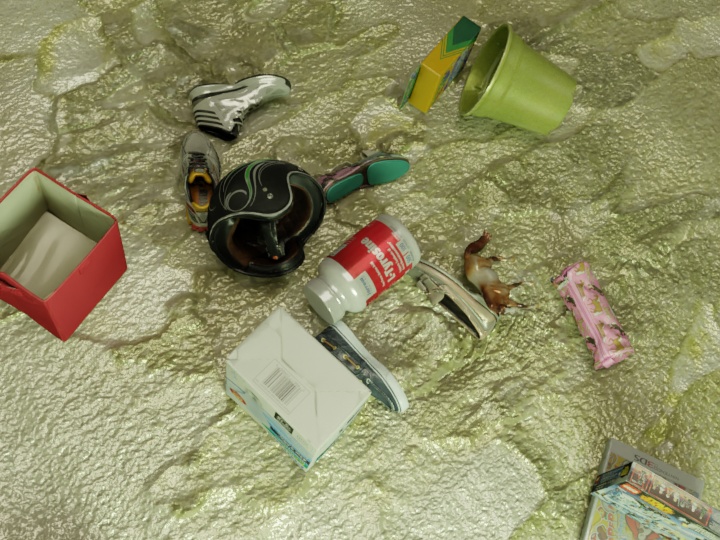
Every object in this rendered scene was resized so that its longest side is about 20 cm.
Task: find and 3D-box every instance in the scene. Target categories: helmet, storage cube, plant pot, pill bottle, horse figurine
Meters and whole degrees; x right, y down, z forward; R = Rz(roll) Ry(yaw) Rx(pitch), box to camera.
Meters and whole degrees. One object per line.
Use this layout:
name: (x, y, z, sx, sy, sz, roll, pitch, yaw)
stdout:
helmet: (-0.165, -0.102, 1.386, 0.199, 0.200, 0.191, 16, 43, -3)
storage cube: (-0.506, -0.022, 1.290, 0.171, 0.180, 0.200, 31, 63, 5)
plant pot: (0.330, -0.372, 1.617, 0.184, 0.200, 0.201, 23, 63, -13)
pill bottle: (0.000, 0.000, 1.384, 0.200, 0.112, 0.112, -40, 77, -18)
horse figurine: (0.246, 0.012, 1.453, 0.132, 0.050, 0.200, -6, 49, -31)

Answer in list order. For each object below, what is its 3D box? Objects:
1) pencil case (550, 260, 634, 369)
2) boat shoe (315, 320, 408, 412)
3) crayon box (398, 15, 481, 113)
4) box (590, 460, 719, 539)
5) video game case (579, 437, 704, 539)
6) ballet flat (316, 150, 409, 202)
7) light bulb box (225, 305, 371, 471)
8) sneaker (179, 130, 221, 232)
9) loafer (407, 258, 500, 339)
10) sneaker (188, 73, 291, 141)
pencil case: (0.430, 0.084, 1.466, 0.086, 0.083, 0.200, -17, 70, -18)
boat shoe: (-0.012, 0.184, 1.349, 0.091, 0.071, 0.200, -36, 69, -22)
crayon box: (0.164, -0.414, 1.627, 0.052, 0.126, 0.200, 36, 65, 7)
box: (0.493, 0.387, 1.279, 0.200, 0.137, 0.040, 30, 66, 4)
video game case: (0.485, 0.415, 1.353, 0.182, 0.023, 0.200, 25, 64, 2)
ballet flat: (-0.002, -0.193, 1.532, 0.200, 0.069, 0.071, -24, 52, -19)
light bulb box: (-0.105, 0.193, 1.251, 0.198, 0.200, 0.125, 42, 67, 10)
sneaker: (-0.291, -0.175, 1.456, 0.078, 0.082, 0.201, -7, 66, -14)
loafer: (0.161, 0.050, 1.443, 0.200, 0.072, 0.063, 33, 71, 3)
sneaker: (-0.227, -0.311, 1.547, 0.200, 0.076, 0.116, -11, 76, -7)
